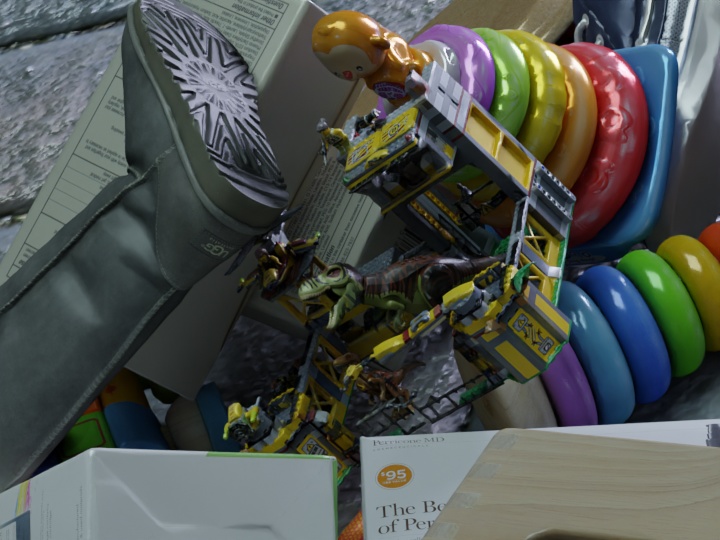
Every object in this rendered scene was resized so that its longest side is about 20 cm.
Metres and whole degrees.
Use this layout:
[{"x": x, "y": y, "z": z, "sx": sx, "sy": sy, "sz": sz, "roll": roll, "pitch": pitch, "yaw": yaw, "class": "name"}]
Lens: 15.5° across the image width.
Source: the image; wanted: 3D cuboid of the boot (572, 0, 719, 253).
[{"x": 0.150, "y": -0.104, "z": 1.371, "sx": 0.090, "sy": 0.073, "sz": 0.201, "roll": 7, "pitch": 72, "yaw": 28, "class": "boot"}]

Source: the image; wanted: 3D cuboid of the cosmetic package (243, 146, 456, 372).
[{"x": -0.052, "y": -0.029, "z": 1.393, "sx": 0.200, "sy": 0.073, "sz": 0.104, "roll": 22, "pitch": 83, "yaw": 39, "class": "cosmetic package"}]

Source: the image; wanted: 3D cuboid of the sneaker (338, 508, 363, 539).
[{"x": 0.009, "y": 0.156, "z": 1.175, "sx": 0.077, "sy": 0.073, "sz": 0.200, "roll": -22, "pitch": 21, "yaw": 38, "class": "sneaker"}]

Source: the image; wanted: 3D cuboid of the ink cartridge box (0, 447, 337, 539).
[{"x": -0.101, "y": 0.129, "z": 1.189, "sx": 0.117, "sy": 0.068, "sz": 0.200, "roll": 3, "pitch": -14, "yaw": -24, "class": "ink cartridge box"}]

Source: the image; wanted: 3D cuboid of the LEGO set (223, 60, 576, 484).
[{"x": 0.000, "y": 0.000, "z": 1.196, "sx": 0.200, "sy": 0.116, "sz": 0.154, "roll": -28, "pitch": 29, "yaw": 41, "class": "LEGO set"}]

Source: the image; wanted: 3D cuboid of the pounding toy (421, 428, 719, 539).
[{"x": 0.119, "y": 0.158, "z": 0.964, "sx": 0.199, "sy": 0.184, "sz": 0.142, "roll": 3, "pitch": 42, "yaw": 38, "class": "pounding toy"}]

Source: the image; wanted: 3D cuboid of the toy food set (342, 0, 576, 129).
[{"x": 0.062, "y": -0.108, "z": 1.481, "sx": 0.198, "sy": 0.049, "sz": 0.200, "roll": -47, "pitch": 16, "yaw": -19, "class": "toy food set"}]

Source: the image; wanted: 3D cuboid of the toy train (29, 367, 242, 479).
[{"x": -0.137, "y": 0.062, "z": 1.397, "sx": 0.115, "sy": 0.085, "sz": 0.200, "roll": -18, "pitch": 31, "yaw": -7, "class": "toy train"}]

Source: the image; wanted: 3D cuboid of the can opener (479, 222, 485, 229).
[{"x": 0.127, "y": -0.073, "z": 1.410, "sx": 0.200, "sy": 0.064, "sz": 0.079, "roll": -37, "pitch": 22, "yaw": -15, "class": "can opener"}]

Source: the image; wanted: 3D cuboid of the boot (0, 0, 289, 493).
[{"x": -0.128, "y": -0.015, "z": 1.255, "sx": 0.200, "sy": 0.072, "sz": 0.182, "roll": -48, "pitch": 34, "yaw": 25, "class": "boot"}]

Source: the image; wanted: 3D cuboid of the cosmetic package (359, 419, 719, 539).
[{"x": 0.100, "y": 0.107, "z": 1.117, "sx": 0.199, "sy": 0.051, "sz": 0.083, "roll": -3, "pitch": 35, "yaw": -1, "class": "cosmetic package"}]

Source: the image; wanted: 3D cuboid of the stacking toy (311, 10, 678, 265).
[{"x": 0.052, "y": -0.080, "z": 1.268, "sx": 0.116, "sy": 0.200, "sz": 0.110, "roll": -4, "pitch": 72, "yaw": 45, "class": "stacking toy"}]

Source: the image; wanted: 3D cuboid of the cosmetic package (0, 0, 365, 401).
[{"x": -0.088, "y": -0.049, "z": 1.324, "sx": 0.103, "sy": 0.073, "sz": 0.200, "roll": 27, "pitch": 88, "yaw": 38, "class": "cosmetic package"}]

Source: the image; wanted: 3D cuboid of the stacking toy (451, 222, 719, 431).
[{"x": 0.147, "y": 0.020, "z": 1.256, "sx": 0.199, "sy": 0.086, "sz": 0.085, "roll": -25, "pitch": 31, "yaw": -9, "class": "stacking toy"}]
